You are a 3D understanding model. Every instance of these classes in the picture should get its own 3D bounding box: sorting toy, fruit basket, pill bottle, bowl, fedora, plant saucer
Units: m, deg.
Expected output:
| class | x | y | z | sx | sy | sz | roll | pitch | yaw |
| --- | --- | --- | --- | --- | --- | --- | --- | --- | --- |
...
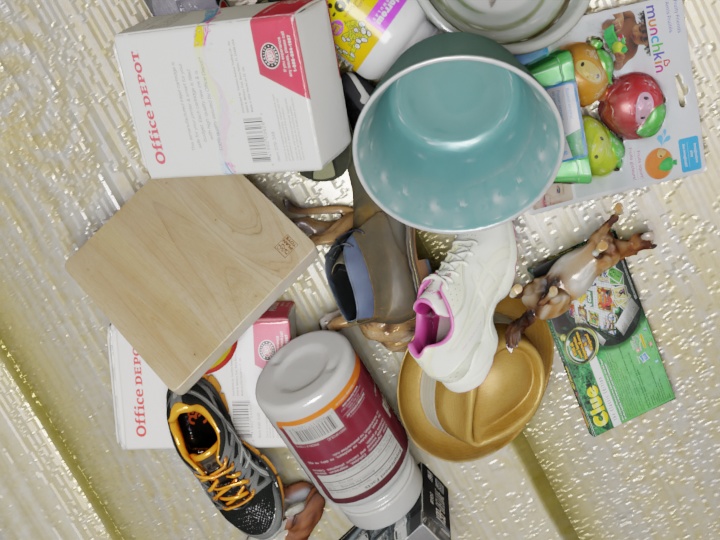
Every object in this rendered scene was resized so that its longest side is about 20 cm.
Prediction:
| class | x | y | z | sx | sy | sz | roll | pitch | yaw |
| --- | --- | --- | --- | --- | --- | --- | --- | --- | --- |
| sorting toy | -0.167 | -0.001 | 1.182 | 0.199 | 0.070 | 0.200 | -45 | 64 | -6 |
| fruit basket | 0.249 | -0.167 | 1.170 | 0.196 | 0.094 | 0.189 | -11 | 102 | 2 |
| pill bottle | -0.002 | -0.264 | 1.153 | 0.199 | 0.104 | 0.105 | 36 | 102 | -6 |
| bowl | 0.091 | -0.146 | 1.097 | 0.197 | 0.106 | 0.203 | 1 | 133 | 1 |
| fedora | 0.135 | 0.121 | 1.220 | 0.197 | 0.082 | 0.205 | -5 | 106 | -19 |
| pill bottle | -0.017 | 0.171 | 1.201 | 0.113 | 0.115 | 0.201 | -25 | 122 | 8 |
| plant saucer | 0.137 | -0.308 | 1.145 | 0.196 | 0.050 | 0.204 | 1 | 83 | -7 |

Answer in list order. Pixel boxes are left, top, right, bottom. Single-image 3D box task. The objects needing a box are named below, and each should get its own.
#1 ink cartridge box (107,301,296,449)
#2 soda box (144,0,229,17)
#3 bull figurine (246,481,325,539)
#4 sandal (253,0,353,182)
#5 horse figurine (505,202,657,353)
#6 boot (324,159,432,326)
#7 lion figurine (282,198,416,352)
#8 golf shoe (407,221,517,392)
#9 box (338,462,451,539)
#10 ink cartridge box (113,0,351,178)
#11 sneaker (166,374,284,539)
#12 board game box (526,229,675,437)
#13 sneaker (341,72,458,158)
| class | x | y | z | sx | sy | sz | roll | pitch | yaw |
| --- | --- | --- | --- | --- | --- | --- | --- | --- | --- |
| ink cartridge box | -0.168 | 0.114 | 1.260 | 0.196 | 0.085 | 0.149 | -1 | 103 | 1 |
| soda box | -0.155 | -0.236 | 1.189 | 0.070 | 0.063 | 0.202 | -29 | 101 | 9 |
| bull figurine | -0.110 | 0.325 | 1.301 | 0.065 | 0.121 | 0.202 | 30 | 96 | 27 |
| sandal | -0.050 | -0.185 | 1.153 | 0.078 | 0.057 | 0.204 | -4 | 116 | 24 |
| horse figurine | 0.216 | 0.005 | 1.171 | 0.199 | 0.133 | 0.050 | -41 | 73 | 2 |
| boot | 0.004 | -0.039 | 1.171 | 0.096 | 0.074 | 0.203 | -14 | 80 | -35 |
| lion figurine | 0.000 | 0.000 | 1.231 | 0.121 | 0.072 | 0.203 | -21 | 96 | -13 |
| golf shoe | 0.102 | 0.015 | 1.147 | 0.091 | 0.075 | 0.204 | 25 | 69 | -37 |
| box | 0.014 | 0.322 | 1.262 | 0.050 | 0.158 | 0.200 | 44 | 102 | -8 |
| ink cartridge box | -0.121 | -0.174 | 1.102 | 0.197 | 0.086 | 0.150 | 1 | 115 | 25 |
| sneaker | -0.147 | 0.202 | 1.198 | 0.078 | 0.077 | 0.202 | -30 | 100 | 9 |
| board game box | 0.263 | 0.069 | 1.249 | 0.103 | 0.023 | 0.203 | -23 | 100 | -6 |
| sneaker | 0.062 | -0.147 | 1.208 | 0.200 | 0.072 | 0.083 | 42 | 79 | -8 |
